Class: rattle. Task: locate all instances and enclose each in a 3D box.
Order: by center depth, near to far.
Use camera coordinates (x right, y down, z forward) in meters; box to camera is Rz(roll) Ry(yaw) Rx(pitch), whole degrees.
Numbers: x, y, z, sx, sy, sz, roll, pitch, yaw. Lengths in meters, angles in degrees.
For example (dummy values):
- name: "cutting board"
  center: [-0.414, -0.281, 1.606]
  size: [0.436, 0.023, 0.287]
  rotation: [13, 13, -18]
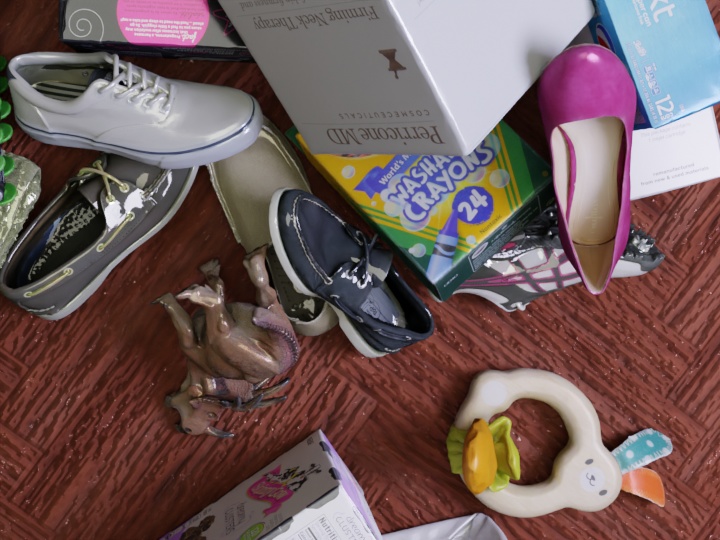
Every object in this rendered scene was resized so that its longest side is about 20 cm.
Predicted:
- name: "rattle"
  center: [0.177, 0.154, 1.034]
  size: [0.200, 0.143, 0.130]
  rotation: [24, 74, -1]

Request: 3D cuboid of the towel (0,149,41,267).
- name: "towel"
  center: [-0.344, -0.020, 0.979]
  size: [0.148, 0.036, 0.200]
  rotation: [28, 92, 5]

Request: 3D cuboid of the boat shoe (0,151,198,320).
- name: "boat shoe"
  center: [-0.203, -0.047, 1.003]
  size: [0.072, 0.060, 0.202]
  rotation: [41, 91, 23]

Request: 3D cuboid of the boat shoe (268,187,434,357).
- name: "boat shoe"
  center: [0.000, 0.002, 0.983]
  size: [0.066, 0.075, 0.199]
  rotation: [-5, 138, 28]

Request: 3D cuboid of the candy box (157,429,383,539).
- name: "candy box"
  center: [-0.086, 0.225, 0.995]
  size: [0.200, 0.168, 0.072]
  rotation: [-34, 99, -2]

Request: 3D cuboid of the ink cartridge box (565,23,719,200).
- name: "ink cartridge box"
  center: [0.206, -0.163, 0.999]
  size: [0.086, 0.146, 0.200]
  rotation: [-16, 96, -3]

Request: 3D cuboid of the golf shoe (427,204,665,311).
- name: "golf shoe"
  center: [0.149, -0.012, 1.056]
  size: [0.199, 0.077, 0.088]
  rotation: [6, 122, -10]

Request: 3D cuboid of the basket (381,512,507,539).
- name: "basket"
  center: [0.068, 0.293, 1.005]
  size: [0.135, 0.200, 0.124]
  rotation: [-12, 101, -5]

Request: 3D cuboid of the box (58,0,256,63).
- name: "box"
  center: [-0.123, -0.230, 0.977]
  size: [0.199, 0.115, 0.133]
  rotation: [2, 94, -7]

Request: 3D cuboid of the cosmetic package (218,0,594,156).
- name: "cosmetic package"
  center: [0.019, -0.204, 0.857]
  size: [0.166, 0.167, 0.200]
  rotation: [-48, 123, -27]

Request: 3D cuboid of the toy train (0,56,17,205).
- name: "toy train"
  center: [-0.290, -0.115, 0.947]
  size: [0.056, 0.200, 0.042]
  rotation: [-14, 136, -6]

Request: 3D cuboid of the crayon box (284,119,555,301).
- name: "crayon box"
  center: [0.041, -0.091, 0.989]
  size: [0.126, 0.052, 0.200]
  rotation: [-41, 68, -4]

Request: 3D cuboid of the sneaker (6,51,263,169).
- name: "sneaker"
  center: [-0.175, -0.125, 0.962]
  size: [0.199, 0.071, 0.073]
  rotation: [3, 60, 9]

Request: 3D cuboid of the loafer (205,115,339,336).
- name: "loafer"
  center: [-0.065, -0.039, 1.022]
  size: [0.076, 0.068, 0.200]
  rotation: [-27, 97, -3]

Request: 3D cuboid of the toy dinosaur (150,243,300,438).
- name: "toy dinosaur"
  center: [-0.090, 0.061, 0.991]
  size: [0.086, 0.200, 0.136]
  rotation: [-34, 100, -32]

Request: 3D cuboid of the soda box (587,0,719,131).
- name: "soda box"
  center: [0.189, -0.202, 0.888]
  size: [0.068, 0.064, 0.200]
  rotation: [-22, 96, -2]

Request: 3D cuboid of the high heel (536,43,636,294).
- name: "high heel"
  center: [0.157, -0.066, 0.874]
  size: [0.067, 0.200, 0.096]
  rotation: [-3, 62, 4]
